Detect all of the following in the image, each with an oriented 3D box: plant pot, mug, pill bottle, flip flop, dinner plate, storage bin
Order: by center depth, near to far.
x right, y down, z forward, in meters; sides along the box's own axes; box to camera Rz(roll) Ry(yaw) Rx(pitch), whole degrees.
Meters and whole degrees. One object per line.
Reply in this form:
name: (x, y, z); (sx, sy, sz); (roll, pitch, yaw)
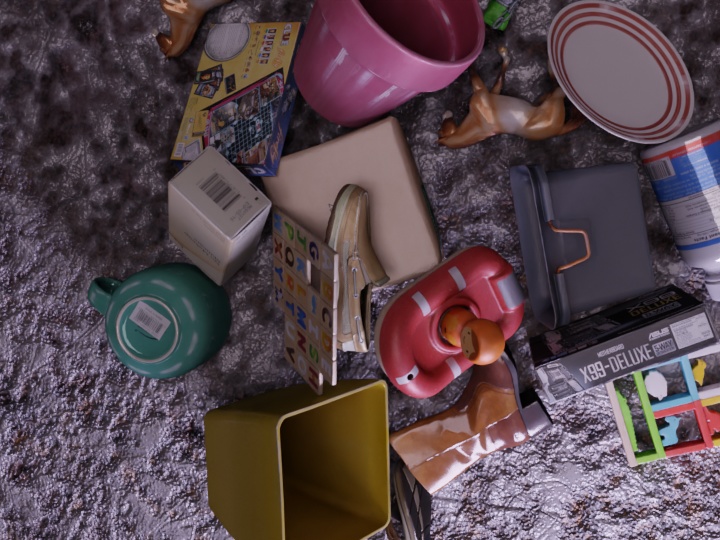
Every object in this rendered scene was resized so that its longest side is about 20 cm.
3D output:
plant pot: (0.016, -0.270, 0.916); (0.200, 0.200, 0.179); (51, 140, 0)
dinner plate: (0.303, -0.232, 0.916); (0.199, 0.024, 0.201); (9, 63, -17)
pill bottle: (0.421, -0.071, 0.924); (0.112, 0.112, 0.201); (-23, 94, 11)
storage bin: (0.273, -0.043, 0.946); (0.134, 0.146, 0.201); (-12, 95, 0)
plant pot: (-0.091, 0.245, 1.003); (0.176, 0.200, 0.201); (5, 100, 40)
mug: (-0.280, 0.072, 1.056); (0.184, 0.114, 0.153); (-11, 95, 10)
flip flop: (0.064, 0.356, 1.063); (0.057, 0.081, 0.201); (-4, 102, 24)

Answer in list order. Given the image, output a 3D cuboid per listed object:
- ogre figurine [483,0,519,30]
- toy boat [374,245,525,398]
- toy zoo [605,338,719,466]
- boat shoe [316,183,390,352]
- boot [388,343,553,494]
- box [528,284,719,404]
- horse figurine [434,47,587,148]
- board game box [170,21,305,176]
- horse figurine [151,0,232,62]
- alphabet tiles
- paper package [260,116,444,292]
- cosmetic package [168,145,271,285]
ogre figurine: (0.139, -0.405, 0.941); (0.120, 0.098, 0.200); (-42, 74, 29)
toy boat: (0.117, 0.069, 0.901); (0.200, 0.131, 0.131); (-35, 116, -11)
toy zoo: (0.426, 0.165, 0.999); (0.199, 0.020, 0.132); (-16, 94, 11)
boat shoe: (0.000, 0.000, 0.917); (0.076, 0.072, 0.201); (13, 110, 20)
boot: (0.124, 0.176, 1.034); (0.200, 0.069, 0.189); (-31, 102, 12)
box: (0.307, 0.085, 0.940); (0.199, 0.158, 0.050); (-23, 93, 12)
horse figurine: (0.199, -0.210, 0.967); (0.199, 0.050, 0.133); (10, 90, 12)
board game box: (-0.150, -0.219, 0.984); (0.135, 0.035, 0.201); (6, 73, 21)
horse figurine: (-0.211, -0.381, 1.016); (0.200, 0.050, 0.133); (-30, 104, 6)
alphabet tiles: (-0.069, 0.041, 0.936); (0.008, 0.167, 0.201); (-12, 118, -28)
paper package: (-0.007, -0.073, 0.999); (0.190, 0.103, 0.201); (-18, 93, 11)
cosmetic package: (-0.181, -0.062, 0.977); (0.104, 0.200, 0.073); (43, 68, 2)
